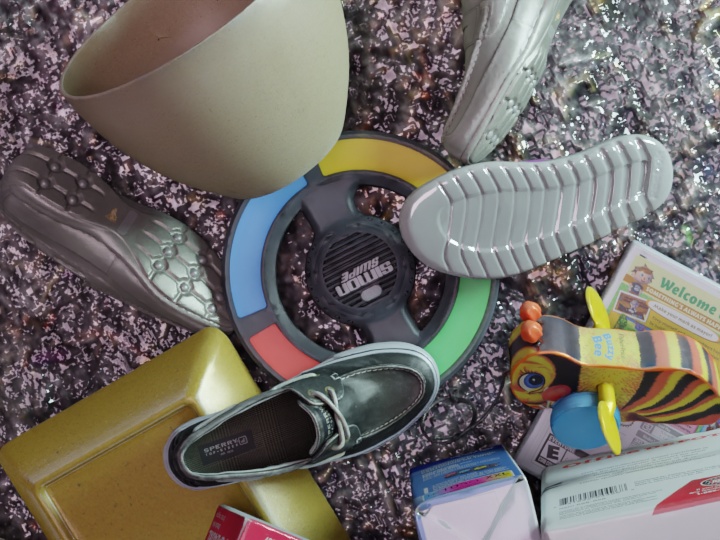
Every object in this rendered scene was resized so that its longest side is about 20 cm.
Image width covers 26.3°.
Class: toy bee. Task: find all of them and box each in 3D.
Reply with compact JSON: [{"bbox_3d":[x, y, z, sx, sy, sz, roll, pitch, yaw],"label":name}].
[{"bbox_3d":[0.142,0.070,1.026,0.199,0.109,0.131,-20,45,-8],"label":"toy bee"}]

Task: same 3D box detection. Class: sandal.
[{"bbox_3d":[0.121,-0.045,1.079,0.202,0.050,0.083,-12,104,-13],"label":"sandal"}]

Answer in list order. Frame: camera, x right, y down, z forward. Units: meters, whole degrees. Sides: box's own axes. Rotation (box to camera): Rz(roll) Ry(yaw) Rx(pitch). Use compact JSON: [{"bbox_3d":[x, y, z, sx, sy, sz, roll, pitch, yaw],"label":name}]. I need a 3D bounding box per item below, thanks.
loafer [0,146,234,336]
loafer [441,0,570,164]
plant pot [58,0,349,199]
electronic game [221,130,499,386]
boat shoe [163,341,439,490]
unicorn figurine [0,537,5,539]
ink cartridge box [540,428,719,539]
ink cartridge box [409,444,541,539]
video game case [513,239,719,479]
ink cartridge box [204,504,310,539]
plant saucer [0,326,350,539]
[{"bbox_3d":[-0.174,-0.013,1.120,0.200,0.070,0.070,37,51,-4],"label":"loafer"},{"bbox_3d":[0.100,-0.172,1.074,0.070,0.070,0.201,24,88,15],"label":"loafer"},{"bbox_3d":[-0.086,-0.128,1.056,0.200,0.200,0.135,-31,116,7],"label":"plant pot"},{"bbox_3d":[0.000,0.000,1.098,0.199,0.042,0.201,0,88,1],"label":"electronic game"},{"bbox_3d":[-0.034,0.105,1.040,0.199,0.071,0.072,-22,94,-11],"label":"boat shoe"},{"bbox_3d":[-0.283,0.197,1.098,0.200,0.137,0.074,42,107,1],"label":"unicorn figurine"},{"bbox_3d":[0.193,0.167,0.985,0.144,0.200,0.084,-13,93,8],"label":"ink cartridge box"},{"bbox_3d":[0.083,0.196,1.021,0.076,0.200,0.137,-14,90,3],"label":"ink cartridge box"},{"bbox_3d":[0.237,0.105,1.089,0.200,0.022,0.182,28,95,7],"label":"video game case"},{"bbox_3d":[-0.061,0.278,1.023,0.145,0.083,0.201,26,80,-18],"label":"ink cartridge box"},{"bbox_3d":[-0.138,0.174,1.102,0.200,0.048,0.200,-30,96,12],"label":"plant saucer"}]
